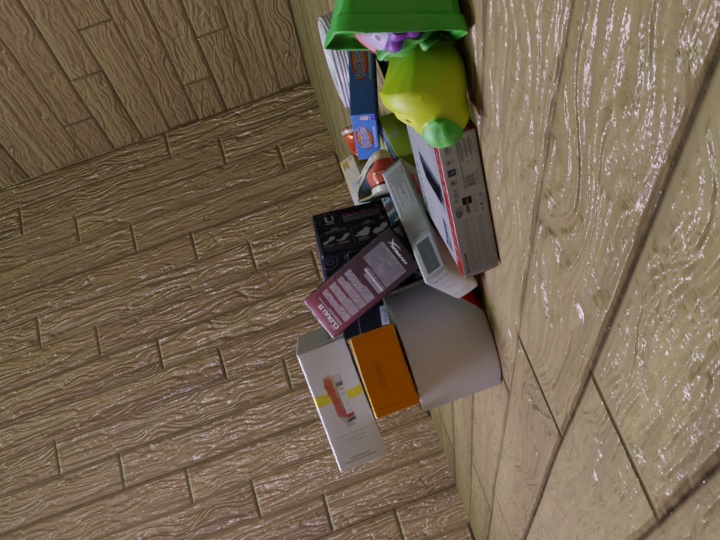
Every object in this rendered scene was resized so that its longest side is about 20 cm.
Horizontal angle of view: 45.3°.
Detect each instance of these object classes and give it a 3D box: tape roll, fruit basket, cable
[{"bbox_3d":[0.129,0.111,1.399,0.203,0.137,0.206,160,90,-88],"label":"tape roll"},{"bbox_3d":[0.041,-0.231,0.915,0.216,0.152,0.220,179,90,-85],"label":"fruit basket"},{"bbox_3d":[-0.034,-0.442,1.807,0.200,0.068,0.203,-131,23,-85],"label":"cable"}]

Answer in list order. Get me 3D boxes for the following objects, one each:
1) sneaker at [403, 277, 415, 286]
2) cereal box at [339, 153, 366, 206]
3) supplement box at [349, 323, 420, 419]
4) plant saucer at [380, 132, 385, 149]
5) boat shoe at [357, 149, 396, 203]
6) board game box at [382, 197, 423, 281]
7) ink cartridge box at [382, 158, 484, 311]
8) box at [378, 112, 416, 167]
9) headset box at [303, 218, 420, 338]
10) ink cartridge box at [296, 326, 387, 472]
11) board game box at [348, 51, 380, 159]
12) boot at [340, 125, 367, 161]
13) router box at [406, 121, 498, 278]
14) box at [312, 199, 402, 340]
[{"bbox_3d":[0.117,0.040,1.601,0.113,0.077,0.200,57,179,-4],"label":"sneaker"},{"bbox_3d":[0.039,-0.110,1.627,0.143,0.039,0.203,26,-140,-55],"label":"cereal box"},{"bbox_3d":[0.036,0.156,1.351,0.200,0.072,0.128,96,155,-85],"label":"supplement box"},{"bbox_3d":[0.067,-0.205,1.741,0.200,0.031,0.203,162,91,-88],"label":"plant saucer"},{"bbox_3d":[0.028,-0.152,1.429,0.200,0.070,0.064,155,99,-84],"label":"boat shoe"},{"bbox_3d":[0.099,-0.042,1.532,0.135,0.034,0.202,39,-159,-41],"label":"board game box"},{"bbox_3d":[0.123,-0.050,1.276,0.173,0.043,0.202,24,-141,-49],"label":"ink cartridge box"},{"bbox_3d":[0.080,-0.174,1.471,0.123,0.047,0.202,-111,3,-46],"label":"box"},{"bbox_3d":[0.015,0.008,1.300,0.077,0.200,0.149,49,-157,1],"label":"headset box"},{"bbox_3d":[-0.033,0.198,1.389,0.145,0.082,0.203,-125,15,-83],"label":"ink cartridge box"},{"bbox_3d":[0.006,-0.318,1.490,0.152,0.044,0.204,76,-169,-68],"label":"board game box"},{"bbox_3d":[0.016,-0.256,1.849,0.200,0.074,0.109,20,-125,-74],"label":"boot"},{"bbox_3d":[0.110,-0.123,1.089,0.180,0.048,0.202,-111,4,-54],"label":"router box"},{"bbox_3d":[0.000,0.000,1.479,0.116,0.130,0.202,-109,7,-49],"label":"box"}]
